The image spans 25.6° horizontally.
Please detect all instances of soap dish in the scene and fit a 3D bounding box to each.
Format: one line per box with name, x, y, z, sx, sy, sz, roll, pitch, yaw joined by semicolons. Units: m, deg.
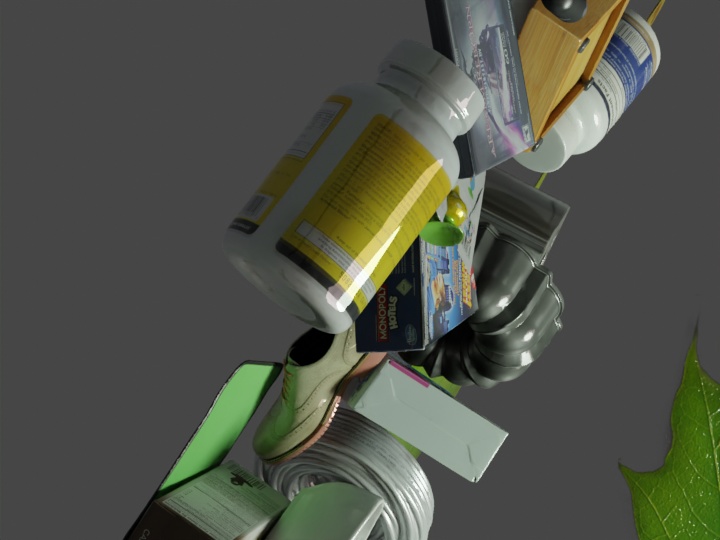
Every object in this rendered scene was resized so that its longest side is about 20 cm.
soap dish;0.190;-0.221;1.555;0.157;0.081;0.200;-48;167;-35

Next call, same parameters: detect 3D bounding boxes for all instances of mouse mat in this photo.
mouse mat;-0.141;0.165;1.446;0.200;0.008;0.161;-57;169;2

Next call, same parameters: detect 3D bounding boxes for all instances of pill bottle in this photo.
pill bottle;0.237;-0.197;1.734;0.200;0.111;0.111;-48;166;-34
pill bottle;0.000;-0.063;1.130;0.200;0.112;0.112;-53;168;-12

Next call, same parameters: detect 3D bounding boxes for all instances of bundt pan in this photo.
bundt pan;0.092;0.041;1.544;0.076;0.202;0.202;-60;173;-35

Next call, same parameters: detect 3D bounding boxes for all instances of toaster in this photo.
toaster;0.134;-0.014;1.711;0.200;0.119;0.181;-67;173;21

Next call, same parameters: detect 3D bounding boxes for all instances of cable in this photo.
cable;-0.015;0.229;1.657;0.200;0.200;0.069;-39;-170;49

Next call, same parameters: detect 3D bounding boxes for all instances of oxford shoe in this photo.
oxford shoe;-0.053;0.102;1.506;0.074;0.071;0.200;22;113;-36

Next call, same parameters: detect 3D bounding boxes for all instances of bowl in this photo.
bowl;-0.064;0.290;1.517;0.200;0.075;0.200;-54;173;-18

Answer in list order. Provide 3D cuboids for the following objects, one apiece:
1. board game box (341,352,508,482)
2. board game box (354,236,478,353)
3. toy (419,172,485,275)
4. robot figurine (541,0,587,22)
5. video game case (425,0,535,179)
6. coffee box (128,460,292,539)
board game box;0.046;0.131;1.594;0.064;0.147;0.200;-57;-165;-2
board game box;0.050;-0.023;1.381;0.200;0.062;0.200;21;67;-72
toy;0.067;-0.108;1.275;0.115;0.047;0.200;58;31;-50
robot figurine;0.170;-0.283;1.205;0.125;0.150;0.200;-30;176;16
video game case;0.100;-0.158;1.287;0.200;0.019;0.143;-32;112;-68
coffee box;-0.148;0.254;1.442;0.114;0.080;0.200;-59;170;11
